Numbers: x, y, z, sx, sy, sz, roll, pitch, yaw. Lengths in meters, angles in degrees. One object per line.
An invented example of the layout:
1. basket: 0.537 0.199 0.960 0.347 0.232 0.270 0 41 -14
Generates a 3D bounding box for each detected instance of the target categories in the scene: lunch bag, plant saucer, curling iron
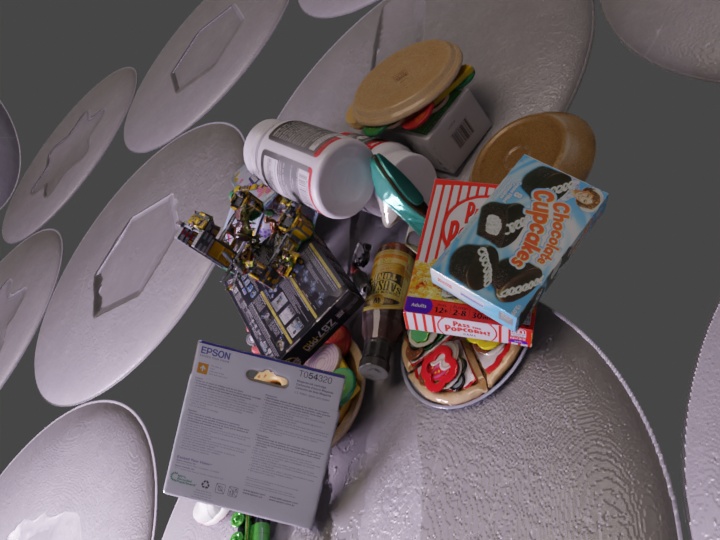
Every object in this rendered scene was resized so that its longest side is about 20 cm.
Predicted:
1. lunch bag: -0.155 -0.109 1.240 0.170 0.126 0.201 53 127 52
2. plant saucer: 0.223 -0.147 0.989 0.199 0.035 0.201 -28 42 29
3. curling iron: 0.000 0.000 1.039 0.200 0.025 0.050 -91 17 -75

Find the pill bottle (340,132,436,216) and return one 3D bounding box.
1. pill bottle: 0.022 -0.149 1.126 0.114 0.114 0.200 -56 37 -6

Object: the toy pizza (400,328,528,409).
1. toy pizza: 0.126 0.077 0.907 0.199 0.032 0.201 -28 43 29

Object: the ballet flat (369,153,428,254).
1. ballet flat: 0.071 -0.071 0.982 0.070 0.200 0.067 -48 -5 22

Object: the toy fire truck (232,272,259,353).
1. toy fire truck: -0.129 0.023 1.145 0.140 0.049 0.202 -15 87 11

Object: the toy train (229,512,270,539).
1. toy train: -0.140 0.396 0.920 0.056 0.042 0.201 -23 44 19

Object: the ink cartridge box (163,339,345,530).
1. ink cartridge box: -0.131 0.206 0.912 0.043 0.195 0.202 17 -93 -88

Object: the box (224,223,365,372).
1. box: -0.102 0.030 1.039 0.161 0.049 0.200 -47 47 9

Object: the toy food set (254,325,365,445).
1. toy food set: -0.072 0.171 1.014 0.198 0.049 0.200 -47 36 7

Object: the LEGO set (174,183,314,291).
1. LEGO set: -0.175 -0.062 1.036 0.200 0.116 0.154 34 87 45

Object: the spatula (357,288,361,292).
1. spatula: -0.029 0.018 1.130 0.199 0.021 0.057 9 49 47

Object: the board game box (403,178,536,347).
1. board game box: 0.146 -0.015 0.876 0.150 0.046 0.201 7 59 15

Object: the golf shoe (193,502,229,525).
1. golf shoe: -0.200 0.285 1.002 0.200 0.091 0.076 -52 20 32

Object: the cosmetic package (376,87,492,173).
1. cosmetic package: 0.099 -0.235 1.152 0.108 0.085 0.200 -52 37 -8

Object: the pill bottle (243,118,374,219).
1. pill bottle: -0.079 -0.156 1.051 0.199 0.114 0.114 28 81 44

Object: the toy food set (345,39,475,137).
1. toy food set: 0.071 -0.281 1.106 0.200 0.049 0.198 -41 35 -5

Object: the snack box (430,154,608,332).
1. snack box: 0.185 -0.037 0.832 0.116 0.037 0.200 31 67 25

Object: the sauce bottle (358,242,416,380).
1. sauce bottle: 0.036 0.054 0.986 0.066 0.066 0.201 -21 42 35
